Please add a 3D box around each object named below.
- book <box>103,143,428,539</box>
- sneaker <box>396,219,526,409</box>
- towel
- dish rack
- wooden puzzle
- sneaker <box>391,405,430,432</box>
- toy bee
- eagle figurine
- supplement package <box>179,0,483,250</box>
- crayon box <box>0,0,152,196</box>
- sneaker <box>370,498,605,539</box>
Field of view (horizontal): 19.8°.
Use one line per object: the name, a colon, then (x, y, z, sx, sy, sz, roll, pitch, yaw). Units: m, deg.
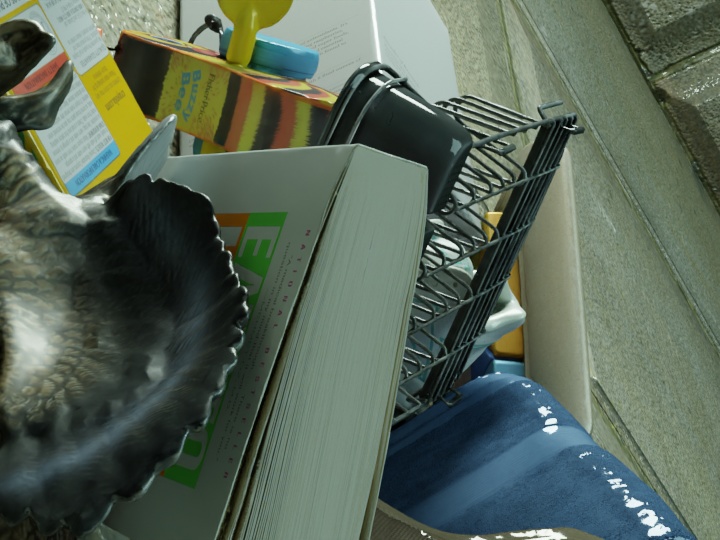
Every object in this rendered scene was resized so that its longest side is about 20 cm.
book: (-0.043, 0.027, 0.680, 0.048, 0.134, 0.200, 17, -6, -22)
sneaker: (0.000, 0.000, 0.907, 0.200, 0.080, 0.071, 25, 40, -53)
towel: (0.066, 0.113, 0.895, 0.049, 0.111, 0.200, 63, -7, -24)
dish rack: (0.022, -0.004, 0.808, 0.054, 0.154, 0.200, 29, 17, 15)
wooden puzzle: (0.066, 0.056, 1.086, 0.200, 0.037, 0.186, 118, -24, -54)
sneaker: (-0.019, 0.048, 0.995, 0.200, 0.073, 0.082, 41, 27, -58)
toy bee: (-0.077, -0.076, 0.952, 0.108, 0.200, 0.132, 8, 81, -35)
eagle figurine: (-0.108, 0.024, 0.655, 0.201, 0.150, 0.152, 61, 1, 26)
supplement package: (-0.019, -0.093, 1.115, 0.120, 0.121, 0.201, 54, 20, -36)
crayon box: (-0.125, -0.044, 0.823, 0.201, 0.051, 0.126, 62, 16, -11)
sneaker: (0.038, 0.131, 0.731, 0.199, 0.071, 0.076, 17, 27, -25)
